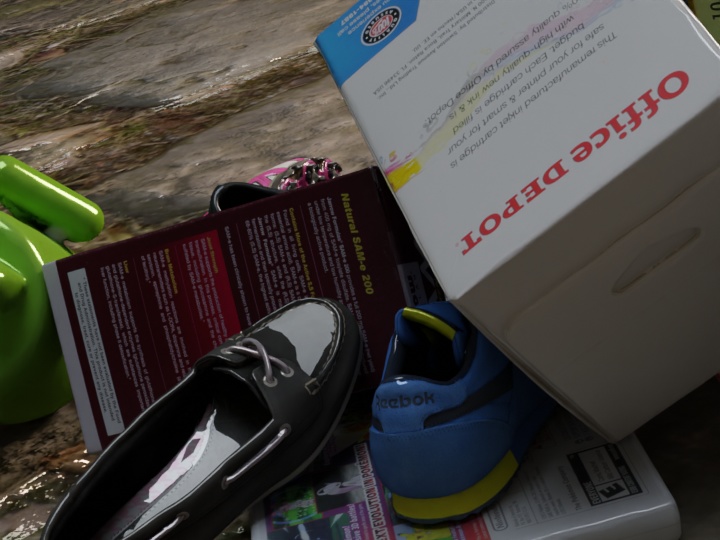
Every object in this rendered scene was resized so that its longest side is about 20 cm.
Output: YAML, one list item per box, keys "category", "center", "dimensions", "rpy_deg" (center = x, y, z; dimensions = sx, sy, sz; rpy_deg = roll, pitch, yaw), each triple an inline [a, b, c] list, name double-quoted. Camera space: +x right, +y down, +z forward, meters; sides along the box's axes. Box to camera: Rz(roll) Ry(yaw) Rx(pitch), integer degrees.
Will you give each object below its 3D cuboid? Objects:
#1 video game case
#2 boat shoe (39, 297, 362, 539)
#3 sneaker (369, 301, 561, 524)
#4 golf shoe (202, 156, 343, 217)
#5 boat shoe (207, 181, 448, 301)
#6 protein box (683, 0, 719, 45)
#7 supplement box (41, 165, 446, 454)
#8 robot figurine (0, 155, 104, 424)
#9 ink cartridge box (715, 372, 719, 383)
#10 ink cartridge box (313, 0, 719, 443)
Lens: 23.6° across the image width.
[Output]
- category: "video game case"
  center: [0.037, 0.096, 0.810]
  dimensions: [0.182, 0.023, 0.200]
  rpy_deg: [-15, 20, -1]
- category: "boat shoe"
  center: [-0.069, 0.078, 0.790]
  dimensions: [0.067, 0.057, 0.200]
  rpy_deg: [28, 64, 30]
- category: "sneaker"
  center: [0.055, 0.037, 0.811]
  dimensions: [0.066, 0.078, 0.200]
  rpy_deg: [-8, 20, 24]
- category: "golf shoe"
  center: [-0.079, -0.023, 1.148]
  dimensions: [0.092, 0.073, 0.200]
  rpy_deg: [-3, 23, 34]
- category: "boat shoe"
  center: [0.001, -0.002, 0.942]
  dimensions: [0.199, 0.066, 0.075]
  rpy_deg: [24, 54, 22]
- category: "protein box"
  center: [0.288, -0.141, 0.990]
  dimensions: [0.200, 0.199, 0.135]
  rpy_deg: [-13, 9, 6]
- category: "supplement box"
  center: [-0.059, 0.022, 0.903]
  dimensions: [0.200, 0.109, 0.061]
  rpy_deg: [-14, -2, 23]
- category: "robot figurine"
  center: [-0.213, 0.027, 0.985]
  dimensions: [0.116, 0.176, 0.200]
  rpy_deg: [29, -4, 11]
- category: "ink cartridge box"
  center: [0.206, -0.046, 0.845]
  dimensions: [0.116, 0.067, 0.200]
  rpy_deg: [-23, 47, 18]
- category: "ink cartridge box"
  center: [0.100, -0.057, 0.777]
  dimensions: [0.147, 0.145, 0.200]
  rpy_deg: [-38, 43, 13]
